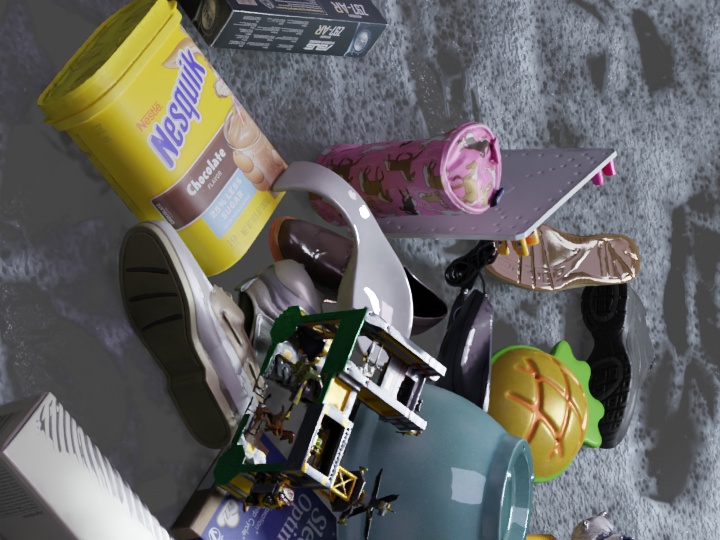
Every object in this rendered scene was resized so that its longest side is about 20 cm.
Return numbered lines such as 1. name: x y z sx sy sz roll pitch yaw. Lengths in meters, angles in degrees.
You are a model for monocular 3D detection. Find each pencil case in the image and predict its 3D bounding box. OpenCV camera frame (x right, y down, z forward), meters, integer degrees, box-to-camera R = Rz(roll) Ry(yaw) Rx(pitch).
1. pencil case: 0.039 -0.085 1.527 0.086 0.199 0.083 27 69 -38

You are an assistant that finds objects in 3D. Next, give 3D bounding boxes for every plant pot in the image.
1. plant pot: 0.075 0.198 1.460 0.200 0.133 0.202 5 90 -72

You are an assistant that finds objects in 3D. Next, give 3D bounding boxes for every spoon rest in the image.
1. spoon rest: -0.004 -0.006 1.459 0.201 0.060 0.100 60 43 -26

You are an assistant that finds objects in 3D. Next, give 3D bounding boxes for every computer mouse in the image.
1. computer mouse: 0.091 0.067 1.601 0.046 0.140 0.202 9 76 -9

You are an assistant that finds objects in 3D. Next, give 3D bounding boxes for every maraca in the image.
1. maraca: 0.179 0.138 1.671 0.199 0.107 0.138 -13 86 -49

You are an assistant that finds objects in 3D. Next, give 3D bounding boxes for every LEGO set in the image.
1. LEGO set: -0.018 0.126 1.366 0.116 0.153 0.201 38 53 -31

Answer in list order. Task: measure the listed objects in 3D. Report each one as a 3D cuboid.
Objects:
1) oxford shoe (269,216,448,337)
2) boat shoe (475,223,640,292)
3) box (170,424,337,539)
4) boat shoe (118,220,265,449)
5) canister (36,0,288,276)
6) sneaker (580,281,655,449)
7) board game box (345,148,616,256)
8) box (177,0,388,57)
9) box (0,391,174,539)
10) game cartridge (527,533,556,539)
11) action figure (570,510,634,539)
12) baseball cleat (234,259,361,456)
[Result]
1. oxford shoe: 0.000 0.000 1.547 0.199 0.072 0.072 30 57 -37
2. boat shoe: 0.200 -0.009 1.774 0.199 0.064 0.072 6 82 -27
3. box: -0.066 0.243 1.432 0.200 0.032 0.121 53 46 -23
4. boat shoe: -0.138 0.045 1.391 0.068 0.074 0.201 -38 117 -47
5. canister: -0.157 -0.110 1.406 0.200 0.086 0.149 52 45 -24
6. sneaker: 0.285 0.103 1.826 0.091 0.076 0.201 36 56 -42
7. board game box: 0.119 -0.067 1.608 0.200 0.199 0.026 -39 121 -46
8. box: -0.090 -0.265 1.503 0.199 0.044 0.161 -5 52 -48
9. box: -0.212 0.190 1.255 0.200 0.082 0.069 54 44 -22
10. game cartridge: 0.139 0.341 1.599 0.199 0.032 0.178 12 69 -55
11. action figure: 0.252 0.335 1.650 0.104 0.200 0.195 -7 80 -22
12. baseball cleat: -0.055 0.094 1.477 0.106 0.070 0.201 -29 97 -31
